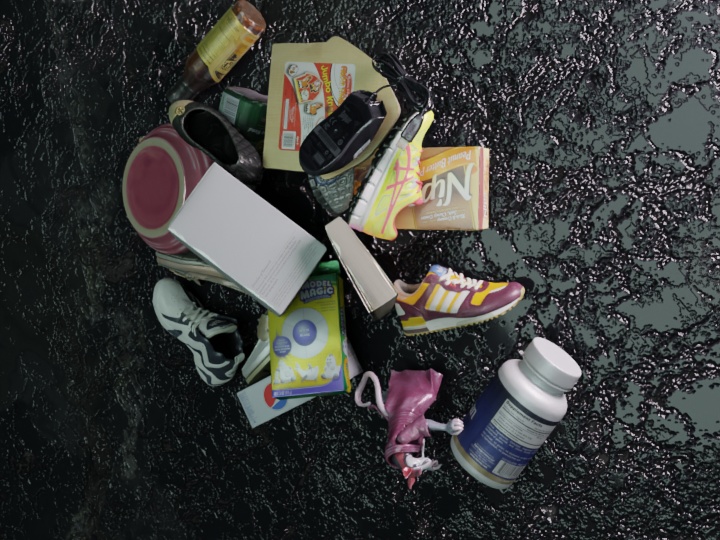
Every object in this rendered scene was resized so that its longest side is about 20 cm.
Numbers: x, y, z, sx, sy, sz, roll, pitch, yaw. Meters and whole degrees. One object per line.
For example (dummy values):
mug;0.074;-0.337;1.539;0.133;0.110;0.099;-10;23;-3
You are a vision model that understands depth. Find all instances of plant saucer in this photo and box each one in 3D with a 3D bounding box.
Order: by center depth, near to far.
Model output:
plant saucer;-0.305;-0.127;1.396;0.198;0.050;0.205;2;93;38

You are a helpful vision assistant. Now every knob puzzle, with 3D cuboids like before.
knob puzzle;-0.037;-0.230;1.284;0.215;0.030;0.225;0;90;15

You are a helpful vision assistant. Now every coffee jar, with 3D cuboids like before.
coffee jar;-0.191;-0.177;1.404;0.084;0.104;0.203;28;108;26

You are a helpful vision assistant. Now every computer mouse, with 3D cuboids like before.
computer mouse;0.014;-0.186;1.220;0.201;0.046;0.140;-49;56;4

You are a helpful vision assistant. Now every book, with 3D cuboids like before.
book;0.000;0.000;1.298;0.048;0.200;0.135;-32;83;-2

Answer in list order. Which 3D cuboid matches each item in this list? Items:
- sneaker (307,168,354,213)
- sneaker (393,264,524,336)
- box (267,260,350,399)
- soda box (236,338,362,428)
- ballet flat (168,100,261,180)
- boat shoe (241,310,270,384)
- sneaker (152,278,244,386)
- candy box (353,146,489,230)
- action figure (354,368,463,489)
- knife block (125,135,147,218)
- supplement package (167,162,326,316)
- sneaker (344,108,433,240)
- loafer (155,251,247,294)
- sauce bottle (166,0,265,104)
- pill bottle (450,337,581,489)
sneaker;-0.045;-0.185;1.347;0.073;0.087;0.205;-11;86;10
sneaker;0.138;0.032;1.305;0.197;0.075;0.092;-16;96;24
box;-0.079;0.086;1.354;0.115;0.048;0.205;-7;76;11
soda box;-0.098;0.178;1.432;0.198;0.068;0.065;-28;85;25
ballet flat;-0.216;-0.200;1.314;0.199;0.057;0.067;38;88;28
boat shoe;-0.129;0.092;1.436;0.068;0.075;0.201;44;101;13
sneaker;-0.253;0.084;1.456;0.129;0.079;0.202;-35;83;50
candy box;0.087;-0.120;1.315;0.196;0.055;0.118;2;96;23
action figure;0.064;0.221;1.294;0.146;0.201;0.136;17;124;-3
knife block;-0.298;-0.137;1.480;0.196;0.064;0.180;-5;96;24
supplement package;-0.160;-0.040;1.285;0.199;0.117;0.118;37;84;-2
sneaker;0.058;-0.134;1.265;0.089;0.078;0.202;28;96;-9
loafer;-0.250;0.003;1.478;0.196;0.072;0.064;7;107;20
sauce bottle;-0.233;-0.337;1.424;0.199;0.066;0.066;-41;81;25
pill bottle;0.222;0.198;1.271;0.110;0.111;0.202;38;110;14
